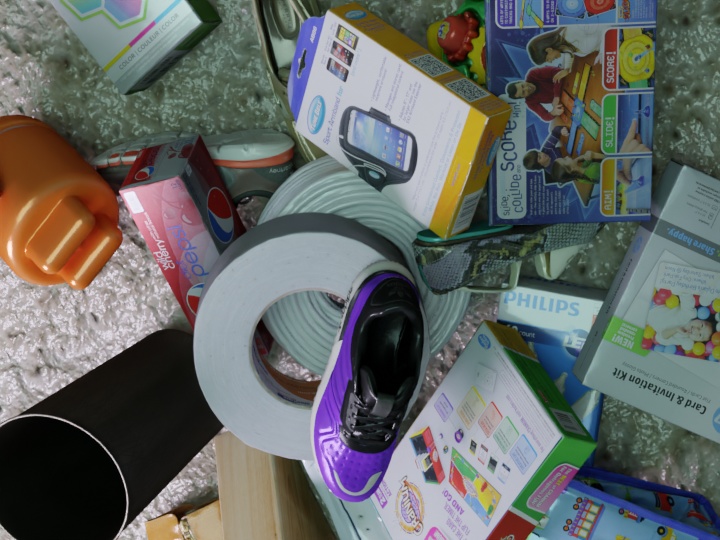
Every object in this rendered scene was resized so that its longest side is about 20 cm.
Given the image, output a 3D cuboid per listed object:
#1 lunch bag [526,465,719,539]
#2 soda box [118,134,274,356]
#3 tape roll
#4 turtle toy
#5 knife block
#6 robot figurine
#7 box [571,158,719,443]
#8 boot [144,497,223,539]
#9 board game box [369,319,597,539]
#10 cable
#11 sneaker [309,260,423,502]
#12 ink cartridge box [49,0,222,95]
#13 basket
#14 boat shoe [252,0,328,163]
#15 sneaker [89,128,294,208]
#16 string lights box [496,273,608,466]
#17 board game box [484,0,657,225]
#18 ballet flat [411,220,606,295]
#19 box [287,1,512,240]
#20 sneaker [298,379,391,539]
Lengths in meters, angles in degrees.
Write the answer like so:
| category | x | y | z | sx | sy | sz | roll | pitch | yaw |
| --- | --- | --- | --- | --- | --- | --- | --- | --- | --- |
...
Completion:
| category | x | y | z | sx | sy | sz | roll | pitch | yaw |
| --- | --- | --- | --- | --- | --- | --- | --- | --- | --- |
| lunch bag | 0.201 | 0.254 | 1.311 | 0.198 | 0.094 | 0.152 | 19 | 106 | -20 |
| soda box | -0.137 | -0.016 | 1.360 | 0.063 | 0.070 | 0.201 | -11 | 123 | 20 |
| tape roll | -0.041 | 0.056 | 1.292 | 0.198 | 0.066 | 0.203 | 0 | 106 | -2 |
| turtle toy | 0.120 | -0.199 | 1.286 | 0.144 | 0.101 | 0.202 | -19 | 90 | 16 |
| knife block | -0.086 | 0.248 | 1.380 | 0.064 | 0.176 | 0.202 | -24 | 93 | 16 |
| robot figurine | -0.294 | -0.066 | 1.377 | 0.200 | 0.143 | 0.118 | 41 | 132 | 39 |
| box | 0.289 | 0.029 | 1.285 | 0.155 | 0.041 | 0.202 | 23 | 99 | -10 |
| boot | -0.178 | 0.309 | 1.477 | 0.200 | 0.071 | 0.145 | -30 | 85 | 15 |
| board game box | 0.095 | 0.167 | 1.288 | 0.040 | 0.153 | 0.201 | 17 | 117 | -35 |
| cable | 0.000 | 0.000 | 1.347 | 0.199 | 0.069 | 0.201 | 36 | 101 | -13 |
| sneaker | 0.007 | 0.100 | 1.218 | 0.069 | 0.100 | 0.202 | 6 | 105 | -13 |
| ink cartridge box | -0.229 | -0.270 | 1.383 | 0.104 | 0.059 | 0.201 | -38 | 90 | 17 |
| basket | -0.214 | 0.145 | 1.368 | 0.179 | 0.200 | 0.137 | -23 | 100 | 37 |
| boat shoe | -0.049 | -0.167 | 1.354 | 0.071 | 0.065 | 0.202 | -17 | 95 | 16 |
| sneaker | -0.153 | -0.079 | 1.394 | 0.198 | 0.077 | 0.083 | 0 | 111 | 18 |
| string lights box | 0.163 | 0.112 | 1.354 | 0.102 | 0.059 | 0.202 | 9 | 102 | 13 |
| board game box | 0.166 | -0.137 | 1.225 | 0.134 | 0.035 | 0.202 | -1 | 111 | 2 |
| ballet flat | 0.138 | -0.020 | 1.305 | 0.198 | 0.072 | 0.073 | -15 | 97 | -18 |
| box | 0.024 | -0.130 | 1.257 | 0.200 | 0.041 | 0.120 | 39 | 129 | 27 |
| sneaker | -0.005 | 0.184 | 1.411 | 0.070 | 0.073 | 0.201 | -23 | 103 | 7 |
